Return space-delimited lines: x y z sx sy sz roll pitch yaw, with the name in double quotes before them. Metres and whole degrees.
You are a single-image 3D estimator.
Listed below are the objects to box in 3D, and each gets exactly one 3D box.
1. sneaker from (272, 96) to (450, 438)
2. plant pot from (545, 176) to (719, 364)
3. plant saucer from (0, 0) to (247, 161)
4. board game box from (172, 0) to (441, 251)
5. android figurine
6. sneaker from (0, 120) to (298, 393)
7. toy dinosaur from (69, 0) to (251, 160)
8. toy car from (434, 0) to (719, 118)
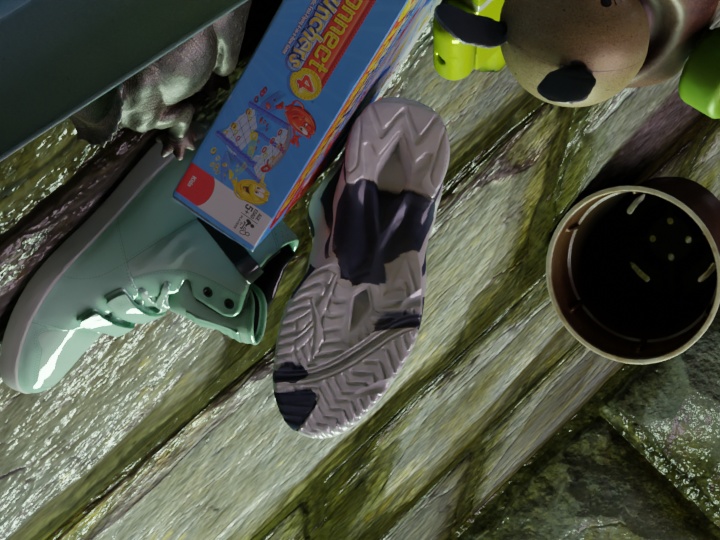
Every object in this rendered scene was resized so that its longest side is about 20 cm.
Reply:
"sneaker" 0.000 0.000 1.037 0.130 0.079 0.201 84 17 -88
"plant pot" 0.335 -0.018 1.985 0.201 0.200 0.198 -55 170 26
"plant saucer" -0.116 -0.120 0.807 0.200 0.070 0.019 -38 169 -27
"board game box" -0.005 -0.134 0.976 0.201 0.056 0.196 -56 179 30
"android figurine" 0.116 -0.215 1.218 0.182 0.041 0.200 -43 165 -14
"sneaker" -0.124 0.024 1.031 0.201 0.118 0.074 -49 165 12
"toy dinosaur" -0.089 -0.116 0.872 0.200 0.077 0.102 -39 176 -12
"toy car" 0.139 -0.163 1.056 0.199 0.164 0.159 -30 144 -41
